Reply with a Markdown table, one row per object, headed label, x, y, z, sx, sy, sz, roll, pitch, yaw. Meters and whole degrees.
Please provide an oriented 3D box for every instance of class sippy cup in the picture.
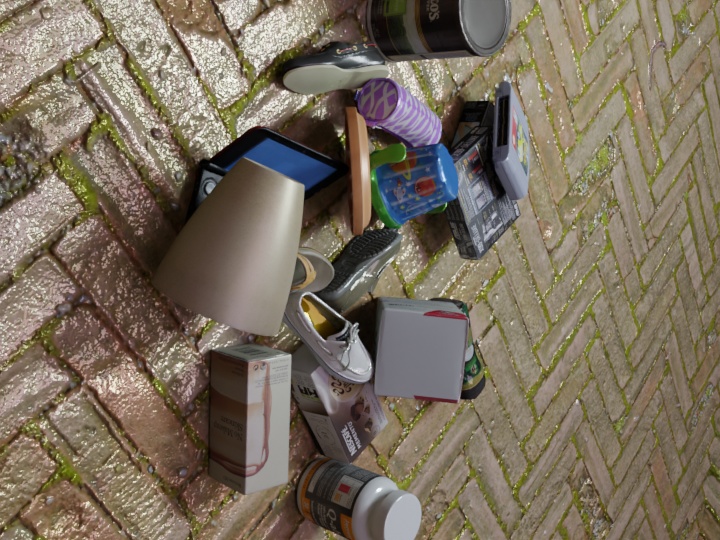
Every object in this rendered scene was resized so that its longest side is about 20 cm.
| label | x | y | z | sx | sy | sz | roll | pitch | yaw |
| --- | --- | --- | --- | --- | --- | --- | --- | --- | --- |
| sippy cup | 0.094 | -0.153 | 1.409 | 0.178 | 0.129 | 0.141 | -35 | 110 | -66 |

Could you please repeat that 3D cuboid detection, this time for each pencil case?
| label | x | y | z | sx | sy | sz | roll | pitch | yaw |
| --- | --- | --- | --- | --- | --- | --- | --- | --- | --- |
| pencil case | 0.070 | -0.260 | 1.409 | 0.200 | 0.083 | 0.086 | 15 | 87 | -59 |

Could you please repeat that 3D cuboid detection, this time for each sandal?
| label | x | y | z | sx | sy | sz | roll | pitch | yaw |
| --- | --- | --- | --- | --- | --- | --- | --- | --- | --- |
| sandal | -0.108 | -0.005 | 1.270 | 0.080 | 0.054 | 0.200 | -47 | 142 | 8 |

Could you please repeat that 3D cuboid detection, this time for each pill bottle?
| label | x | y | z | sx | sy | sz | roll | pitch | yaw |
| --- | --- | --- | --- | --- | --- | --- | --- | --- | --- |
| pill bottle | -0.003 | 0.391 | 1.380 | 0.116 | 0.199 | 0.118 | -9 | 103 | -45 |

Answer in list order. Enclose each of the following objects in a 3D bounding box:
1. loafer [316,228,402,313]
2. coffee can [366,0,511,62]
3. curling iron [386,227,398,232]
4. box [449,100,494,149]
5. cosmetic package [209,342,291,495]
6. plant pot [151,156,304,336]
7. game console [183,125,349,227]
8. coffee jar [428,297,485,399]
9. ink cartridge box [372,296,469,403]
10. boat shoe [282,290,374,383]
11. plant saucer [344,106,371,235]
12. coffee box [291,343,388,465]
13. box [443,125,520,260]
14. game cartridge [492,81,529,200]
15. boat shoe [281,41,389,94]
| label | x | y | z | sx | sy | sz | roll | pitch | yaw |
| --- | --- | --- | --- | --- | --- | --- | --- | --- | --- |
| loafer | 0.000 | 0.000 | 1.421 | 0.200 | 0.075 | 0.070 | -41 | 136 | -29 |
| coffee can | 0.130 | -0.427 | 1.382 | 0.146 | 0.199 | 0.148 | -10 | 103 | -46 |
| curling iron | 0.075 | -0.091 | 1.508 | 0.050 | 0.025 | 0.201 | 48 | 62 | -37 |
| box | 0.229 | -0.218 | 1.628 | 0.116 | 0.060 | 0.201 | 34 | 72 | -44 |
| cosmetic package | -0.168 | 0.220 | 1.246 | 0.087 | 0.103 | 0.202 | -5 | 99 | -44 |
| plant pot | -0.156 | -0.042 | 1.116 | 0.187 | 0.187 | 0.201 | 20 | 98 | -47 |
| game console | -0.134 | -0.101 | 1.214 | 0.199 | 0.118 | 0.174 | 18 | 83 | -47 |
| coffee jar | 0.176 | 0.156 | 1.604 | 0.085 | 0.104 | 0.201 | -42 | 126 | -38 |
| ink cartridge box | 0.096 | 0.130 | 1.418 | 0.200 | 0.144 | 0.146 | -89 | -176 | -85 |
| boat shoe | -0.035 | 0.102 | 1.283 | 0.202 | 0.086 | 0.075 | 49 | 58 | -20 |
| plant saucer | -0.004 | -0.157 | 1.309 | 0.032 | 0.200 | 0.202 | -4 | 103 | -3 |
| coffee box | -0.042 | 0.212 | 1.395 | 0.113 | 0.079 | 0.201 | -41 | 124 | -35 |
| box | 0.219 | -0.145 | 1.550 | 0.158 | 0.050 | 0.201 | -44 | 125 | -32 |
| game cartridge | 0.286 | -0.240 | 1.559 | 0.133 | 0.041 | 0.201 | 55 | 35 | -50 |
| boat shoe | -0.045 | -0.326 | 1.315 | 0.200 | 0.074 | 0.064 | -15 | 77 | -37 |
